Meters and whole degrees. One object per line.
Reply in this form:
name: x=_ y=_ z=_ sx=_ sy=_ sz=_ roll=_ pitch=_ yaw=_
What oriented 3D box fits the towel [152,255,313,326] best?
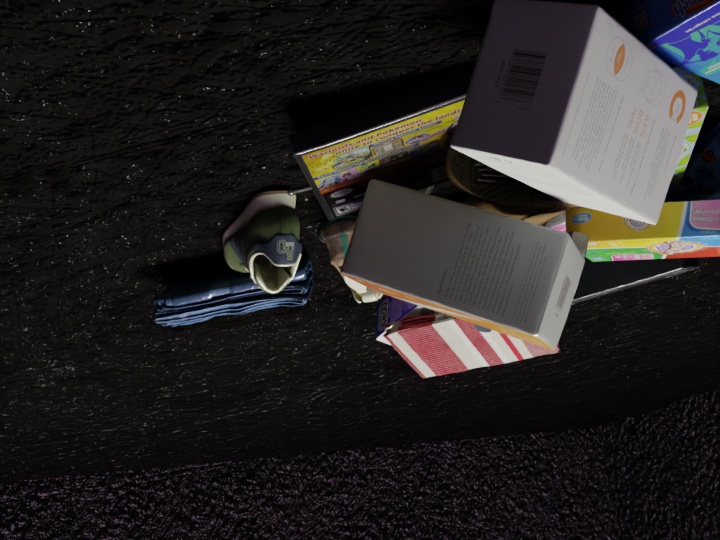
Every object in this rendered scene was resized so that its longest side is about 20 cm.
towel: x=-0.157 y=0.028 z=1.256 sx=0.198 sy=0.049 sz=0.112 roll=-12 pitch=-170 yaw=5

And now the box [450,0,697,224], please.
box: x=0.182 y=-0.127 z=0.817 sx=0.097 sy=0.125 sz=0.199 roll=18 pitch=-179 yaw=41

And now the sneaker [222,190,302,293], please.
sneaker: x=-0.113 y=-0.013 z=1.131 sx=0.067 sy=0.091 sz=0.200 roll=-4 pitch=162 yaw=-21

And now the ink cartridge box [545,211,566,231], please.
ink cartridge box: x=0.270 y=-0.055 z=1.271 sx=0.094 sy=0.037 sz=0.199 roll=-22 pitch=166 yaw=27

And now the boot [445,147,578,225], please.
boot: x=0.143 y=-0.077 z=1.015 sx=0.174 sy=0.067 sz=0.200 roll=11 pitch=171 yaw=-12

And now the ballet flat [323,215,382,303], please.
ballet flat: x=0.000 y=0.000 z=1.171 sx=0.067 sy=0.068 sz=0.200 roll=-15 pitch=160 yaw=13

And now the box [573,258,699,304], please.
box: x=0.355 y=-0.009 z=1.382 sx=0.199 sy=0.080 sz=0.141 roll=-19 pitch=170 yaw=26

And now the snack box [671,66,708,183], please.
snack box: x=0.268 y=-0.134 z=1.019 sx=0.141 sy=0.053 sz=0.200 roll=-12 pitch=163 yaw=8

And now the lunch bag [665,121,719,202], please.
lunch bag: x=0.452 y=-0.105 z=1.166 sx=0.149 sy=0.095 sz=0.200 roll=-6 pitch=169 yaw=-11

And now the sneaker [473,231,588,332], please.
sneaker: x=0.159 y=0.002 z=1.113 sx=0.145 sy=0.081 sz=0.200 roll=18 pitch=155 yaw=0

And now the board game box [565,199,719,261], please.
board game box: x=0.348 y=-0.044 z=1.127 sx=0.198 sy=0.041 sz=0.153 roll=-2 pitch=172 yaw=25

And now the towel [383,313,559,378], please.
towel: x=0.146 y=0.089 z=1.297 sx=0.198 sy=0.023 sz=0.144 roll=-14 pitch=143 yaw=22

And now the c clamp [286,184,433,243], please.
c clamp: x=-0.003 y=-0.074 z=1.120 sx=0.169 sy=0.027 sz=0.200 roll=-13 pitch=162 yaw=-9

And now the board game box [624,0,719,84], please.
board game box: x=0.341 y=-0.214 z=0.821 sx=0.199 sy=0.045 sz=0.152 roll=5 pitch=157 yaw=-41

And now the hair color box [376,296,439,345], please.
hair color box: x=0.118 y=0.042 z=1.305 sx=0.109 sy=0.065 sz=0.200 roll=21 pitch=143 yaw=-24

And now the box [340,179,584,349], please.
box: x=0.102 y=-0.005 z=0.961 sx=0.199 sy=0.098 sz=0.124 roll=18 pitch=177 yaw=22

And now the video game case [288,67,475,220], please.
video game case: x=0.044 y=-0.119 z=0.954 sx=0.198 sy=0.026 sz=0.181 roll=-19 pitch=162 yaw=3
